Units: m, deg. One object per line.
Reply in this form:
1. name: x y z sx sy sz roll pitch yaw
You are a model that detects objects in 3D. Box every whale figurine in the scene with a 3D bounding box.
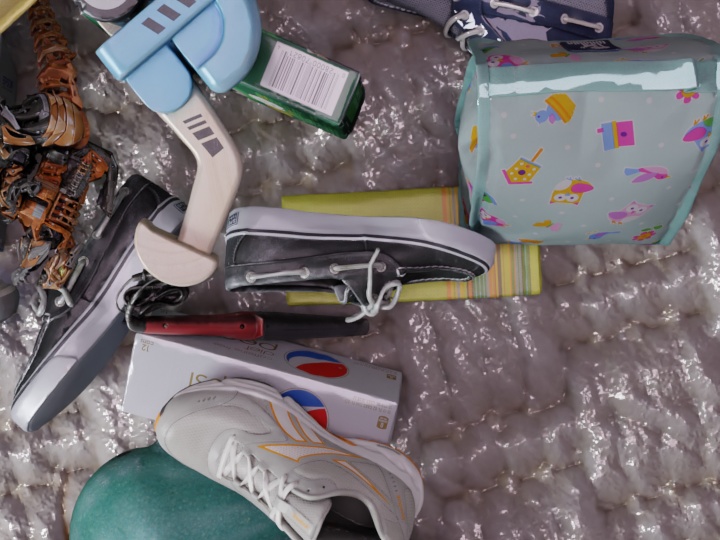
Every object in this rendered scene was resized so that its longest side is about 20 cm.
1. whale figurine: -0.115 0.188 0.912 0.196 0.104 0.162 -10 90 -5

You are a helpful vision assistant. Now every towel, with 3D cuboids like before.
1. towel: 0.039 -0.020 0.953 0.196 0.018 0.088 -3 86 1

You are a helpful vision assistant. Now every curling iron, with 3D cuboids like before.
1. curling iron: -0.081 0.033 0.910 0.197 0.026 0.050 10 117 -26

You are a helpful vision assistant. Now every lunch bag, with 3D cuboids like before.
1. lunch bag: 0.150 -0.097 0.851 0.167 0.200 0.124 -1 71 1

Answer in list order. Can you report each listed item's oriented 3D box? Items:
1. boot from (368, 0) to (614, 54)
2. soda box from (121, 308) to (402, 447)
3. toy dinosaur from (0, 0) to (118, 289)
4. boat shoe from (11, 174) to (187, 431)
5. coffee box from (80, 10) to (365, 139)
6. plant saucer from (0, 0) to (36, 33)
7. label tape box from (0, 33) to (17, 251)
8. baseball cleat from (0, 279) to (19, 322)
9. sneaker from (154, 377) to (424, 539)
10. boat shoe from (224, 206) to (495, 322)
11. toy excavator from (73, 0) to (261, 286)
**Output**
1. boot: 0.092 -0.182 0.920 0.196 0.073 0.092 3 85 0
2. soda box: -0.071 0.090 0.922 0.197 0.068 0.065 14 105 1
3. toy dinosaur: -0.236 -0.092 0.870 0.133 0.102 0.203 3 65 -15
4. boat shoe: -0.205 0.021 0.920 0.068 0.074 0.201 34 89 7
5. coffee box: -0.094 -0.156 0.899 0.197 0.123 0.045 23 92 2
6. plant saucer: -0.284 -0.234 0.795 0.199 0.048 0.201 -40 97 2
7. label tape box: -0.334 -0.120 0.931 0.141 0.066 0.204 4 88 0
8. baseball cleat: -0.324 0.074 0.927 0.197 0.070 0.108 -18 98 21
9. sneaker: -0.050 0.141 0.850 0.197 0.092 0.077 19 114 -2
10. boat shoe: 0.000 -0.001 0.893 0.196 0.074 0.069 6 74 -13
11. toy excavator: -0.110 -0.119 0.800 0.194 0.100 0.201 -40 98 1
